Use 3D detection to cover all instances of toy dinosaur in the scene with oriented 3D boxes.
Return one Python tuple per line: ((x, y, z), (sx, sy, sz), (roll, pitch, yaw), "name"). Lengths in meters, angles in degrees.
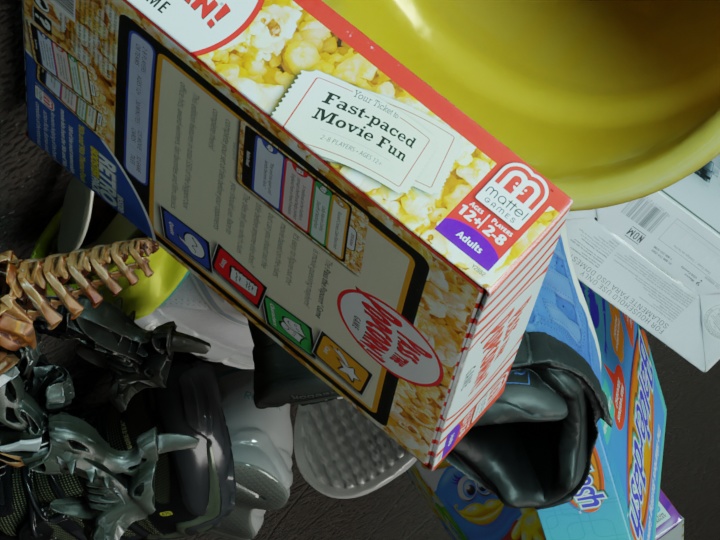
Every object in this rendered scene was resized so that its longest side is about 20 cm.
((-0.137, 0.043, 0.965), (0.200, 0.135, 0.103), (-11, -123, 58), "toy dinosaur")

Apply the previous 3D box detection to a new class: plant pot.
((0.089, -0.145, 0.857), (0.201, 0.201, 0.189), (-51, 172, 36), "plant pot")

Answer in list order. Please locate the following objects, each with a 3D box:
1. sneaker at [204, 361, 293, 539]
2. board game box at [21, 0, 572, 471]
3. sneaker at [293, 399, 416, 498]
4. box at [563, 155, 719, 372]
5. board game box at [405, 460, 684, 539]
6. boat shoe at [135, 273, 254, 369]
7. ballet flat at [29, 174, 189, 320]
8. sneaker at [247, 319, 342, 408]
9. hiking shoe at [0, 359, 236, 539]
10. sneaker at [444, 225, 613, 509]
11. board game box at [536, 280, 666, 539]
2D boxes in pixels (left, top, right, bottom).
((-0.070, 0.090, 1.294), (0.200, 0.070, 0.081), (140, -35, -66), "sneaker")
((-0.030, -0.035, 0.848), (0.046, 0.200, 0.152), (-45, 167, -23), "board game box")
((0.035, 0.038, 1.299), (0.201, 0.072, 0.114), (-56, 172, -12), "sneaker")
((0.148, -0.055, 1.160), (0.060, 0.116, 0.200), (-50, -171, 34), "box")
((0.080, 0.098, 1.390), (0.105, 0.200, 0.103), (-35, 162, -5), "board game box")
((-0.055, 0.016, 1.158), (0.068, 0.072, 0.200), (-20, 172, 13), "boat shoe")
((-0.068, -0.050, 0.980), (0.067, 0.067, 0.200), (9, 136, -38), "ballet flat")
((0.000, 0.000, 1.097), (0.075, 0.091, 0.200), (-13, -176, 15), "sneaker")
((-0.125, 0.100, 1.172), (0.100, 0.076, 0.200), (-7, 160, -26), "hiking shoe")
((0.052, 0.009, 1.031), (0.076, 0.111, 0.201), (-13, 122, 13), "sneaker")
((0.103, 0.039, 1.206), (0.045, 0.201, 0.152), (-9, -147, 16), "board game box")
